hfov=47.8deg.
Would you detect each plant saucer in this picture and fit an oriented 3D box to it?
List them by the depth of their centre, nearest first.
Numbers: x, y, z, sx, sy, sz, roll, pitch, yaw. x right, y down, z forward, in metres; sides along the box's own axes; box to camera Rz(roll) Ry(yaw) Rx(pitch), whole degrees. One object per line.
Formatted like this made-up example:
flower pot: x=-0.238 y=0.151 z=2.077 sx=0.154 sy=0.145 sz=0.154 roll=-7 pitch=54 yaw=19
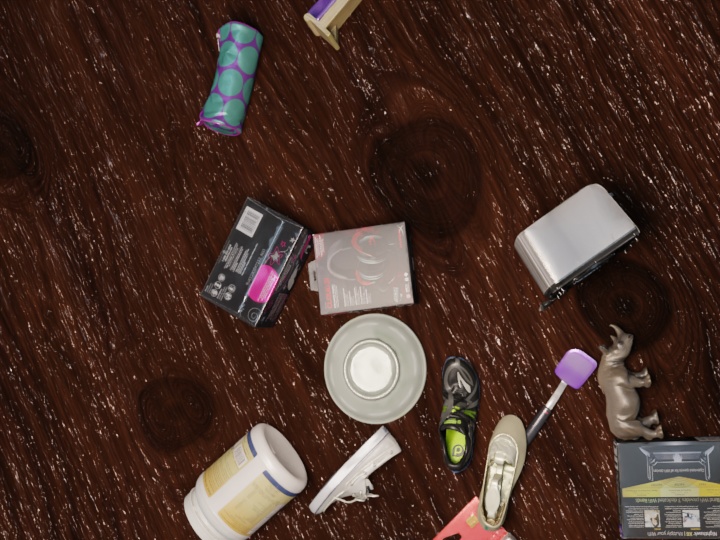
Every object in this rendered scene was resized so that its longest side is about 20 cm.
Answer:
plant saucer: x=0.023 y=0.181 z=1.493 sx=0.195 sy=0.050 sz=0.206 roll=-1 pitch=87 yaw=11

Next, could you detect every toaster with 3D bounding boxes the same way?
toaster: x=0.357 y=-0.040 z=1.376 sx=0.198 sy=0.181 sz=0.120 roll=-35 pitch=77 yaw=6

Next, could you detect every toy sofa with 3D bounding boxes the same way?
toy sofa: x=-0.025 y=-0.532 z=1.535 sx=0.097 sy=0.083 sz=0.201 roll=42 pitch=95 yaw=10

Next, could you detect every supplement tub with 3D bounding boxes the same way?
supplement tub: x=-0.210 y=0.395 z=1.478 sx=0.199 sy=0.144 sz=0.145 roll=-41 pitch=80 yaw=6

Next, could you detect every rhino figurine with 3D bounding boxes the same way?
rhino figurine: x=0.455 y=0.193 z=1.399 sx=0.085 sy=0.060 sz=0.205 roll=-13 pitch=81 yaw=15

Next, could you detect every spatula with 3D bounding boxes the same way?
spatula: x=0.341 y=0.230 z=1.439 sx=0.056 sy=0.021 sz=0.202 roll=35 pitch=94 yaw=11

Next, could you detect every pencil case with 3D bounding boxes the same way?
pencil case: x=-0.252 y=-0.369 z=1.569 sx=0.090 sy=0.085 sz=0.205 roll=13 pitch=88 yaw=-4

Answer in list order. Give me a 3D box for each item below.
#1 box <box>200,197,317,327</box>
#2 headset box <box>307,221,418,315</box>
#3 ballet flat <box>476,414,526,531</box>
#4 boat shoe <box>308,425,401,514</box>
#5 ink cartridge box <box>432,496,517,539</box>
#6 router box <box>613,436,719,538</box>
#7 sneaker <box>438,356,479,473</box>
box: x=-0.187 y=-0.012 z=1.517 sx=0.130 sy=0.115 sz=0.204 roll=27 pitch=90 yaw=13
headset box: x=0.000 y=0.000 z=1.497 sx=0.195 sy=0.075 sz=0.153 roll=-7 pitch=85 yaw=11
ballet flat: x=0.244 y=0.351 z=1.413 sx=0.068 sy=0.070 sz=0.205 roll=11 pitch=80 yaw=12
boat shoe: x=-0.001 y=0.385 z=1.478 sx=0.202 sy=0.075 sz=0.086 roll=-45 pitch=82 yaw=-4
ink cartridge box: x=0.197 y=0.539 z=1.436 sx=0.176 sy=0.045 sz=0.200 roll=45 pitch=95 yaw=10
router box: x=0.535 y=0.366 z=1.374 sx=0.194 sy=0.052 sz=0.162 roll=-3 pitch=86 yaw=11
sneaker: x=0.175 y=0.256 z=1.440 sx=0.069 sy=0.083 sz=0.206 roll=1 pitch=86 yaw=11
